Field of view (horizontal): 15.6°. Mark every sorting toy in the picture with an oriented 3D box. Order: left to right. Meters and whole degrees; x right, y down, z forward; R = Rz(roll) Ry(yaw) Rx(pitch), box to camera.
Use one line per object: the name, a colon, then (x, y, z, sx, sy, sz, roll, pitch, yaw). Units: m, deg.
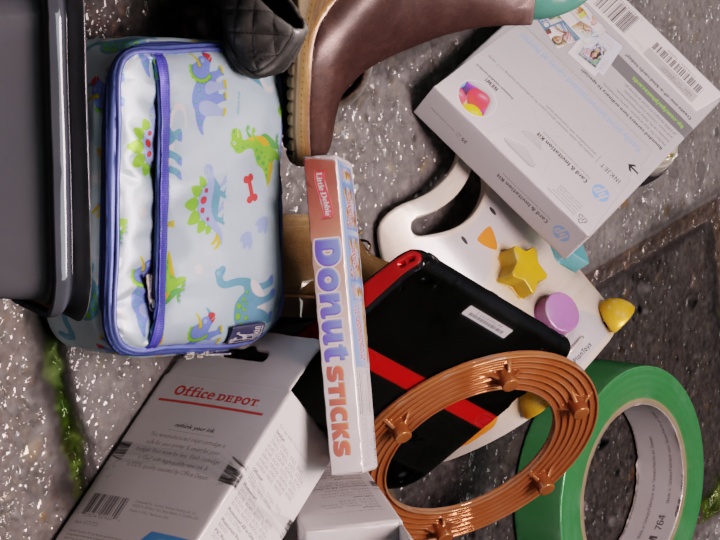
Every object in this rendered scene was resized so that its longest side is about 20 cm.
sorting toy: (0.092, 0.005, 1.926, 0.200, 0.107, 0.180, -46, 108, -37)

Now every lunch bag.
lunch bag: (-0.123, -0.045, 1.652, 0.160, 0.082, 0.201, -1, 95, -48)

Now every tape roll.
tape roll: (0.200, 0.173, 2.094, 0.200, 0.048, 0.201, -9, 102, -50)

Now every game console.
game console: (0.029, 0.070, 1.804, 0.177, 0.031, 0.200, -42, 141, 16)

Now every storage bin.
storage bin: (-0.236, -0.074, 1.484, 0.134, 0.145, 0.201, -3, 98, -23)

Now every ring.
ring: (0.079, 0.131, 1.865, 0.200, 0.019, 0.201, -17, 142, -14)

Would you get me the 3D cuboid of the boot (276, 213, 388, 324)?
boot: (0.000, 0.000, 1.799, 0.199, 0.073, 0.076, 4, 81, -37)

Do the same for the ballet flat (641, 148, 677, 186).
ballet flat: (0.205, -0.101, 2.047, 0.200, 0.073, 0.073, 11, 87, -51)

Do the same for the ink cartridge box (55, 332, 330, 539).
ink cartridge box: (-0.098, 0.134, 1.676, 0.200, 0.116, 0.068, -57, 133, -27)

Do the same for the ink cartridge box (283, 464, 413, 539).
ink cartridge box: (-0.017, 0.199, 1.715, 0.066, 0.200, 0.116, -3, 105, -12)

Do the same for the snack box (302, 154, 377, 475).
snack box: (-0.012, 0.028, 1.680, 0.072, 0.024, 0.201, 10, 74, -81)

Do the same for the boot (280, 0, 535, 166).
boot: (0.033, -0.161, 1.697, 0.166, 0.072, 0.201, 2, 105, -14)

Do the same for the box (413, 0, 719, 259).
box: (0.156, -0.123, 1.939, 0.156, 0.041, 0.200, 44, 51, 2)

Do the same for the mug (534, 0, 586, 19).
mug: (0.110, -0.264, 1.873, 0.185, 0.114, 0.153, 44, 62, -44)

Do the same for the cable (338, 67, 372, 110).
cable: (0.011, -0.169, 1.749, 0.200, 0.050, 0.097, -39, 131, 10)

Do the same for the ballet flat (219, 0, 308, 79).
ballet flat: (-0.069, -0.213, 1.662, 0.066, 0.057, 0.201, 9, 58, -45)
